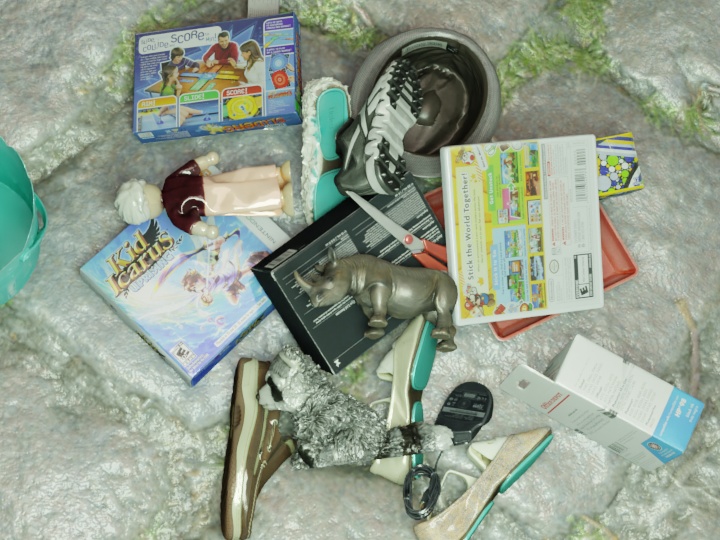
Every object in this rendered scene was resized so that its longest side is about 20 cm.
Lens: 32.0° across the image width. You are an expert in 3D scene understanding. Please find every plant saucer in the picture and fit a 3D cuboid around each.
[{"bbox_3d":[0.199,-0.036,1.498,0.199,0.037,0.200,-25,77,-14],"label":"plant saucer"}]

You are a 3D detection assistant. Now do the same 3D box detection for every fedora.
[{"bbox_3d":[0.075,-0.191,1.507,0.177,0.090,0.200,21,74,1],"label":"fedora"}]

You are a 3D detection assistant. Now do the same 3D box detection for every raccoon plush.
[{"bbox_3d":[-0.010,0.139,1.346,0.200,0.097,0.134,-5,82,-18],"label":"raccoon plush"}]

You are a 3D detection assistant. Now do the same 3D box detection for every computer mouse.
[{"bbox_3d":[0.097,0.199,1.375,0.059,0.034,0.200,9,44,28],"label":"computer mouse"}]

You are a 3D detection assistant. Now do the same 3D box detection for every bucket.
[{"bbox_3d":[-0.446,-0.052,1.372,0.207,0.135,0.208,2,72,-7],"label":"bucket"}]

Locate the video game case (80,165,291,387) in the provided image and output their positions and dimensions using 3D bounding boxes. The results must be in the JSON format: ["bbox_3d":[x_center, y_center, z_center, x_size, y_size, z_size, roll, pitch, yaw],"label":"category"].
[{"bbox_3d":[-0.185,0.000,1.434,0.181,0.045,0.200,43,72,9],"label":"video game case"}]

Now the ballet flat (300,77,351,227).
[{"bbox_3d":[-0.041,-0.131,1.461,0.072,0.072,0.200,-1,112,-7],"label":"ballet flat"}]

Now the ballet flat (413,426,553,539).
[{"bbox_3d":[0.132,0.231,1.384,0.067,0.068,0.200,39,69,15],"label":"ballet flat"}]

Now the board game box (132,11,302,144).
[{"bbox_3d":[-0.170,-0.229,1.489,0.200,0.034,0.136,-5,71,10],"label":"board game box"}]

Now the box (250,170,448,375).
[{"bbox_3d":[0.000,0.000,1.412,0.200,0.079,0.141,-36,106,-17],"label":"box"}]

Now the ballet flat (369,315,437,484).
[{"bbox_3d":[0.043,0.136,1.401,0.069,0.069,0.200,8,79,-4],"label":"ballet flat"}]

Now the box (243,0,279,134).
[{"bbox_3d":[-0.121,-0.264,1.535,0.041,0.039,0.200,1,71,-6],"label":"box"}]

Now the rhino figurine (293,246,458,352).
[{"bbox_3d":[0.020,0.025,1.342,0.200,0.060,0.088,13,62,-21],"label":"rhino figurine"}]

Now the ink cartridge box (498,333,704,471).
[{"bbox_3d":[0.266,0.140,1.403,0.200,0.116,0.067,29,70,3],"label":"ink cartridge box"}]

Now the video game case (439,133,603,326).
[{"bbox_3d":[0.183,-0.047,1.410,0.182,0.023,0.200,-6,98,-15],"label":"video game case"}]

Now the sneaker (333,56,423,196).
[{"bbox_3d":[0.013,-0.160,1.408,0.090,0.066,0.200,-14,47,33],"label":"sneaker"}]

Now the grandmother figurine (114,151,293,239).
[{"bbox_3d":[-0.177,-0.081,1.413,0.200,0.061,0.121,-4,43,-4],"label":"grandmother figurine"}]

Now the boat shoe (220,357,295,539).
[{"bbox_3d":[-0.107,0.194,1.363,0.075,0.075,0.203,8,70,-10],"label":"boat shoe"}]

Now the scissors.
[{"bbox_3d":[0.059,-0.022,1.387,0.200,0.014,0.073,22,88,-26],"label":"scissors"}]

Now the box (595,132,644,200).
[{"bbox_3d":[0.223,-0.106,1.466,0.200,0.064,0.070,-12,86,-11],"label":"box"}]
